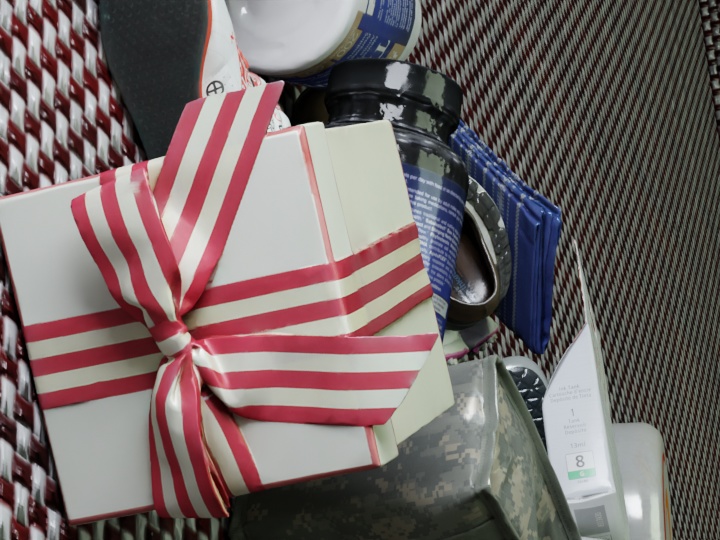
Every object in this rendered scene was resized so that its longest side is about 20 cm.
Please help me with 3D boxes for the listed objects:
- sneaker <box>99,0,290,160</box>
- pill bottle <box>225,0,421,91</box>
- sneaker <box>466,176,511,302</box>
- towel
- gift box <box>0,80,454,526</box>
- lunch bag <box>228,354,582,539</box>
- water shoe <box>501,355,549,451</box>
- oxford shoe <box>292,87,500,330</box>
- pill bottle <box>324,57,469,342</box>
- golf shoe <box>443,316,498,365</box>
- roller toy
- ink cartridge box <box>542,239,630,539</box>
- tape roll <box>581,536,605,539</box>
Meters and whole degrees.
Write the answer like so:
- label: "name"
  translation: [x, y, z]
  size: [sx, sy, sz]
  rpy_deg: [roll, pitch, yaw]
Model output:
- label: "sneaker"
  translation: [-0.091, -0.112, 1.225]
  size: [0.108, 0.067, 0.202]
  rpy_deg: [-50, 130, -68]
- label: "pill bottle"
  translation: [-0.026, -0.174, 1.402]
  size: [0.200, 0.111, 0.111]
  rpy_deg: [0, 78, -72]
- label: "sneaker"
  translation: [0.043, -0.058, 1.553]
  size: [0.200, 0.077, 0.089]
  rpy_deg: [57, 1, 0]
- label: "towel"
  translation: [0.084, -0.045, 1.587]
  size: [0.200, 0.024, 0.145]
  rpy_deg: [50, -27, 39]
- label: "gift box"
  translation: [-0.053, 0.011, 1.049]
  size: [0.187, 0.200, 0.185]
  rpy_deg: [-22, 94, -72]
- label: "lunch bag"
  translation: [0.036, 0.160, 1.274]
  size: [0.200, 0.164, 0.118]
  rpy_deg: [59, 28, -44]
- label: "water shoe"
  translation: [0.103, 0.152, 1.587]
  size: [0.079, 0.071, 0.200]
  rpy_deg: [-112, -160, -72]
- label: "oxford shoe"
  translation: [0.032, -0.052, 1.462]
  size: [0.200, 0.073, 0.084]
  rpy_deg: [49, -13, -1]
- label: "pill bottle"
  translation: [0.006, -0.022, 1.317]
  size: [0.112, 0.112, 0.200]
  rpy_deg: [40, 58, -64]
- label: "golf shoe"
  translation: [0.039, 0.038, 1.562]
  size: [0.092, 0.075, 0.200]
  rpy_deg: [62, 15, 1]
- label: "roller toy"
  translation: [0.182, 0.215, 1.756]
  size: [0.200, 0.139, 0.183]
  rpy_deg: [-61, 146, -71]
- label: "ink cartridge box"
  translation: [0.156, 0.104, 1.545]
  size: [0.161, 0.050, 0.200]
  rpy_deg: [68, 13, -59]
- label: "tape roll"
  translation: [0.127, 0.277, 1.446]
  size: [0.203, 0.139, 0.203]
  rpy_deg: [-19, 112, -62]
